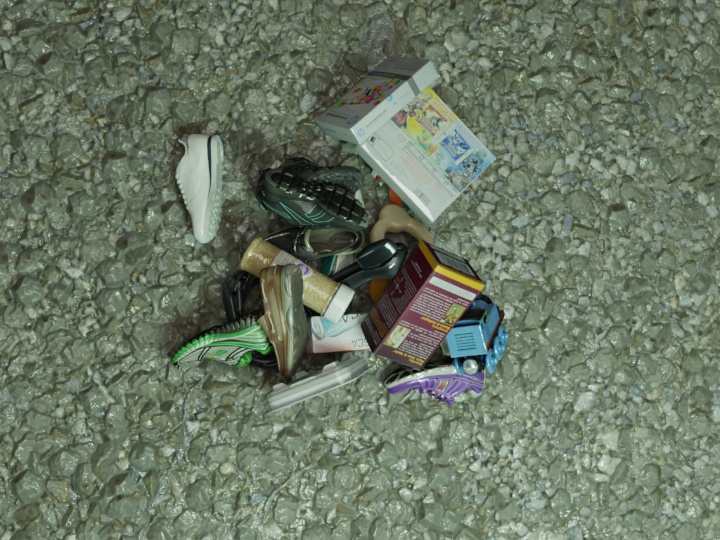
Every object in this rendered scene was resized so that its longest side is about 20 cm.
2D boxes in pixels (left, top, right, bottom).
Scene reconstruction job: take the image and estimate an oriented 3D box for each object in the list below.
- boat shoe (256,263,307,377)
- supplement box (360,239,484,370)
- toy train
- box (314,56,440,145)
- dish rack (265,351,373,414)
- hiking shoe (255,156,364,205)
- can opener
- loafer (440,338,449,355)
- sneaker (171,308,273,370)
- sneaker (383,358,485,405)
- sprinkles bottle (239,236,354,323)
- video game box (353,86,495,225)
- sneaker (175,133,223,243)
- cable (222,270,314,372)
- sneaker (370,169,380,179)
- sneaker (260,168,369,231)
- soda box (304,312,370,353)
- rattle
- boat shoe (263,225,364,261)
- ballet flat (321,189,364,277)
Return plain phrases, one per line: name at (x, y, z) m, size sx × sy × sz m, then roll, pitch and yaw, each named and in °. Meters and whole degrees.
boat shoe at (-0.135, 0.083, 1.363) m, size 0.072 × 0.076 × 0.201 m, roll 3°, pitch 104°, yaw 16°
supplement box at (0.104, 0.062, 1.386) m, size 0.110 × 0.086 × 0.200 m, roll 22°, pitch 114°, yaw -30°
toy train at (0.217, 0.114, 1.477) m, size 0.086 × 0.200 × 0.115 m, roll -7°, pitch 107°, yaw 24°
box at (0.028, -0.318, 1.482) m, size 0.200 × 0.156 × 0.041 m, roll -43°, pitch 120°, yaw -10°
dish rack at (-0.073, 0.189, 1.392) m, size 0.171 × 0.200 × 0.044 m, roll -22°, pitch 87°, yaw 11°
hiking shoe at (-0.094, -0.176, 1.466) m, size 0.199 × 0.076 × 0.101 m, roll -6°, pitch 50°, yaw 2°
can opener at (0.000, 0.000, 1.432) m, size 0.079 × 0.200 × 0.063 m, roll 48°, pitch 36°, yaw -19°
loafer at (0.139, 0.078, 1.498) m, size 0.063 × 0.072 × 0.201 m, roll -11°, pitch 123°, yaw -1°
sneaker at (-0.244, 0.140, 1.412) m, size 0.199 × 0.078 × 0.085 m, roll -20°, pitch 96°, yaw 19°
sneaker at (0.144, 0.216, 1.513) m, size 0.199 × 0.081 × 0.084 m, roll -4°, pitch 93°, yaw -12°
sprinkles bottle at (-0.111, 0.016, 1.402) m, size 0.200 × 0.068 × 0.068 m, roll 30°, pitch 81°, yaw 0°
video game box at (0.119, -0.216, 1.477) m, size 0.182 × 0.047 × 0.200 m, roll -44°, pitch 93°, yaw -14°
sneaker at (-0.295, -0.148, 1.458) m, size 0.080 × 0.076 × 0.201 m, roll 1°, pitch 82°, yaw 0°
cable at (-0.164, 0.087, 1.478) m, size 0.163 × 0.051 × 0.201 m, roll -13°, pitch 86°, yaw -17°
sneaker at (0.122, -0.208, 1.536) m, size 0.200 × 0.071 × 0.113 m, roll -37°, pitch 90°, yaw -13°
sneaker at (-0.082, -0.112, 1.410) m, size 0.199 × 0.079 × 0.076 m, roll 23°, pitch 42°, yaw -4°
soda box at (-0.007, 0.112, 1.475) m, size 0.199 × 0.064 × 0.069 m, roll -2°, pitch 87°, yaw -24°
rattle at (0.067, -0.056, 1.540) m, size 0.130 × 0.143 × 0.200 m, roll -8°, pitch 52°, yaw -6°
boat shoe at (-0.093, -0.052, 1.442) m, size 0.199 × 0.065 × 0.072 m, roll -5°, pitch 81°, yaw 3°
ballet flat at (-0.022, -0.073, 1.510) m, size 0.069 × 0.069 × 0.201 m, roll 14°, pitch 88°, yaw -10°
